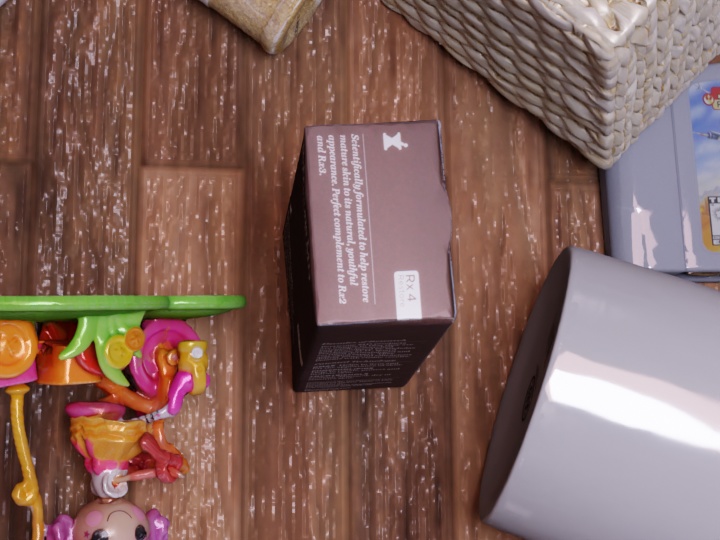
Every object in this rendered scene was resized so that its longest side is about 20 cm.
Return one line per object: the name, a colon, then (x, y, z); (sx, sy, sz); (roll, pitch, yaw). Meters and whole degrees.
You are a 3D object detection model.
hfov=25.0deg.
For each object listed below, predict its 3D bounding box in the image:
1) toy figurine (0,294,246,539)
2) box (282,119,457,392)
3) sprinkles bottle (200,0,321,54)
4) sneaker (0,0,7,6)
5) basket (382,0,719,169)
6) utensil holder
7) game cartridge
toy figurine: (-0.153, 0.106, 0.871); (0.198, 0.149, 0.187); (0, 89, -33)
box: (0.000, 0.000, 0.859); (0.074, 0.200, 0.102); (-2, 76, -8)
sprinkles bottle: (-0.111, -0.212, 0.966); (0.199, 0.068, 0.069); (37, 74, 2)
sneaker: (-0.248, -0.163, 0.915); (0.081, 0.088, 0.202); (26, 82, 0)
basket: (0.121, -0.191, 0.909); (0.199, 0.198, 0.161); (39, 82, 16)
utensil holder: (0.180, 0.093, 0.880); (0.198, 0.170, 0.172); (18, 74, 0)
game cartridge: (0.244, -0.060, 0.994); (0.197, 0.042, 0.135); (-1, 80, -8)
